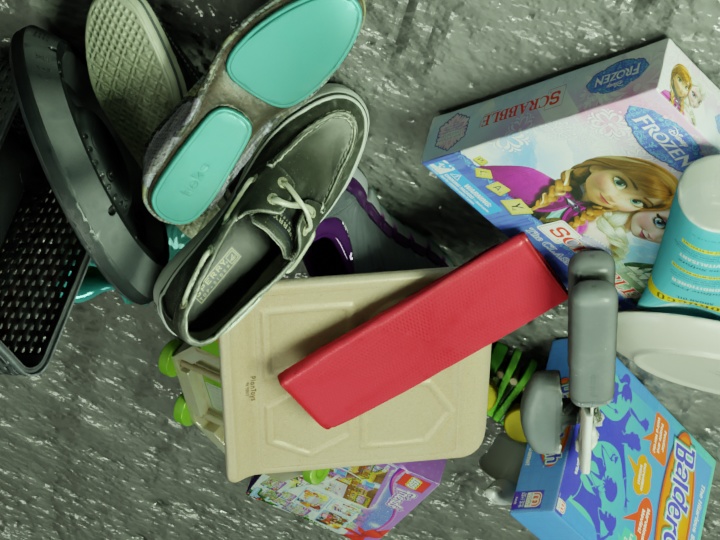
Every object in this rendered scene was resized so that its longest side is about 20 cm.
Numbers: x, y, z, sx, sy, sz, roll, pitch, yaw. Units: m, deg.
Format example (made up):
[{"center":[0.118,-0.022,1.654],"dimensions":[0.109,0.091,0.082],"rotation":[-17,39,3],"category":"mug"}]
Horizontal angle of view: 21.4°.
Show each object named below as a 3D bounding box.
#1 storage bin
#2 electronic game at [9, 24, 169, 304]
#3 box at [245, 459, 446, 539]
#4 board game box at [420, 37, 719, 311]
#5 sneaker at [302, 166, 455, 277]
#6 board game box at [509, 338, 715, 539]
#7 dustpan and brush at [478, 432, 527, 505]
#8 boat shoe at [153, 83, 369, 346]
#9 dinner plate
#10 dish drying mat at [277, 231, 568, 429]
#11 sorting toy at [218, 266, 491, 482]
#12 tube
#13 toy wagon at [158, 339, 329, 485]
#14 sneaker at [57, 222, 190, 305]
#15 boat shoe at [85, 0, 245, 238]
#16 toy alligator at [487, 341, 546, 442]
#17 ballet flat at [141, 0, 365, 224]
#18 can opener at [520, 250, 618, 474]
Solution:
[{"center":[-0.262,-0.039,1.347],"dimensions":[0.093,0.202,0.135],"rotation":[0,147,27],"category":"storage bin"},{"center":[-0.182,-0.071,1.276],"dimensions":[0.041,0.201,0.200],"rotation":[-23,140,6],"category":"electronic game"},{"center":[-0.015,0.187,1.758],"dimensions":[0.136,0.039,0.200],"rotation":[24,150,-8],"category":"box"},{"center":[0.176,-0.053,1.237],"dimensions":[0.200,0.041,0.198],"rotation":[37,146,-31],"category":"board game box"},{"center":[0.000,0.000,1.380],"dimensions":[0.074,0.088,0.200],"rotation":[-10,140,40],"category":"sneaker"},{"center":[0.202,0.168,1.487],"dimensions":[0.045,0.153,0.200],"rotation":[-9,142,38],"category":"board game box"},{"center":[0.141,0.170,1.525],"dimensions":[0.139,0.058,0.200],"rotation":[23,175,25],"category":"dustpan and brush"},{"center":[-0.056,-0.033,1.247],"dimensions":[0.071,0.201,0.064],"rotation":[38,177,-25],"category":"boat shoe"},{"center":[0.260,0.066,1.350],"dimensions":[0.198,0.025,0.200],"rotation":[12,168,3],"category":"dinner plate"},{"center":[0.043,0.044,1.314],"dimensions":[0.199,0.018,0.077],"rotation":[-31,132,11],"category":"dish drying mat"},{"center":[-0.003,0.069,1.361],"dimensions":[0.198,0.037,0.186],"rotation":[-7,132,-9],"category":"sorting toy"},{"center":[0.219,-0.007,1.208],"dimensions":[0.077,0.051,0.200],"rotation":[18,160,12],"category":"tube"},{"center":[-0.101,0.104,1.633],"dimensions":[0.154,0.040,0.201],"rotation":[21,144,27],"category":"toy wagon"},{"center":[-0.153,-0.008,1.464],"dimensions":[0.198,0.080,0.078],"rotation":[-6,143,35],"category":"sneaker"},{"center":[-0.127,-0.111,1.295],"dimensions":[0.074,0.062,0.201],"rotation":[0,131,34],"category":"boat shoe"},{"center":[0.097,0.075,1.497],"dimensions":[0.199,0.059,0.054],"rotation":[34,111,-1],"category":"toy alligator"},{"center":[-0.075,-0.119,1.218],"dimensions":[0.072,0.072,0.200],"rotation":[33,111,-26],"category":"ballet flat"},{"center":[0.144,0.069,1.326],"dimensions":[0.066,0.054,0.201],"rotation":[-2,138,4],"category":"can opener"}]
